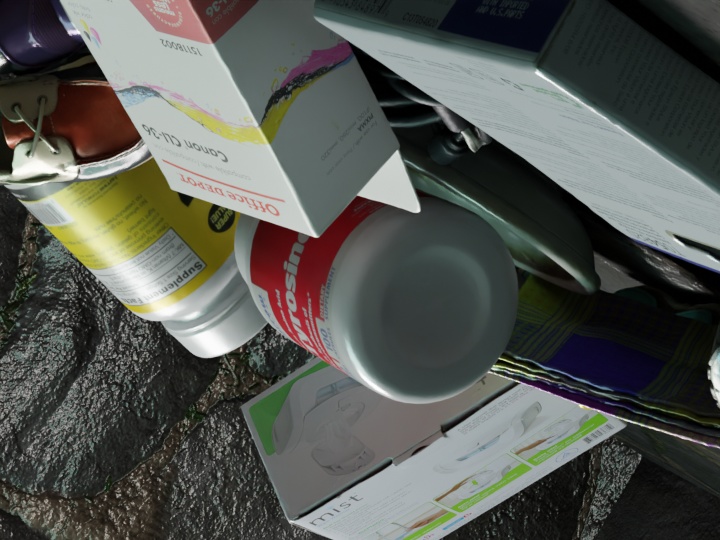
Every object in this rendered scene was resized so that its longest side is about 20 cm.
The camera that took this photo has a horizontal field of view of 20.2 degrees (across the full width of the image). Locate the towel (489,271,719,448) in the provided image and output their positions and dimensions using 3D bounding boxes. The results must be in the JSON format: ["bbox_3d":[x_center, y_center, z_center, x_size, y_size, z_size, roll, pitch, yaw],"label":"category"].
[{"bbox_3d":[0.169,0.049,1.186,0.199,0.023,0.144,17,-154,21],"label":"towel"}]

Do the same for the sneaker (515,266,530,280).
[{"bbox_3d":[0.097,-0.003,1.374,0.077,0.087,0.200,29,177,17],"label":"sneaker"}]

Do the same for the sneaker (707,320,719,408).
[{"bbox_3d":[0.266,0.062,1.068,0.199,0.079,0.090,29,160,-31],"label":"sneaker"}]

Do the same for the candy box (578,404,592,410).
[{"bbox_3d":[0.240,0.090,1.284,0.199,0.027,0.102,11,172,-43],"label":"candy box"}]

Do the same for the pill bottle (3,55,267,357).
[{"bbox_3d":[-0.141,-0.040,1.358,0.200,0.114,0.114,48,169,-30],"label":"pill bottle"}]

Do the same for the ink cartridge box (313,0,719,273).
[{"bbox_3d":[0.101,-0.058,0.817,0.199,0.041,0.199,33,177,-29],"label":"ink cartridge box"}]

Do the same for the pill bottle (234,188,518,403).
[{"bbox_3d":[0.000,0.000,1.178,0.112,0.113,0.200,33,177,-27],"label":"pill bottle"}]

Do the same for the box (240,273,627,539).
[{"bbox_3d":[0.052,0.099,1.350,0.176,0.199,0.097,34,-153,-59],"label":"box"}]

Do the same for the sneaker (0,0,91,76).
[{"bbox_3d":[-0.192,-0.163,1.277,0.076,0.087,0.200,63,-170,-3],"label":"sneaker"}]

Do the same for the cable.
[{"bbox_3d":[-0.012,-0.112,1.006,0.199,0.051,0.163,33,177,-17],"label":"cable"}]

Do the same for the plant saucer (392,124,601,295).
[{"bbox_3d":[0.063,-0.056,1.182,0.199,0.050,0.200,31,177,2],"label":"plant saucer"}]

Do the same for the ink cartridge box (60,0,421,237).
[{"bbox_3d":[-0.060,-0.090,0.959,0.116,0.068,0.201,19,149,44],"label":"ink cartridge box"}]

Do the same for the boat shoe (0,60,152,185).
[{"bbox_3d":[-0.203,-0.086,1.230,0.199,0.072,0.062,-3,-172,28],"label":"boat shoe"}]

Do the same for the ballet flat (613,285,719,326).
[{"bbox_3d":[0.214,0.053,1.345,0.062,0.068,0.200,22,180,-14],"label":"ballet flat"}]
